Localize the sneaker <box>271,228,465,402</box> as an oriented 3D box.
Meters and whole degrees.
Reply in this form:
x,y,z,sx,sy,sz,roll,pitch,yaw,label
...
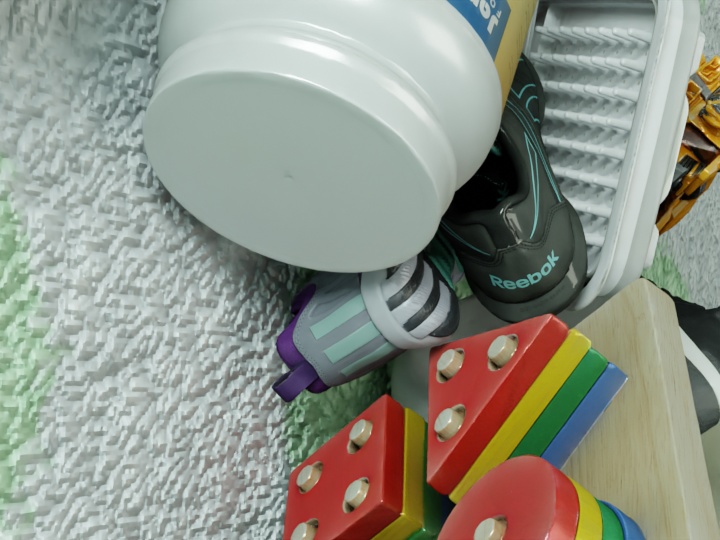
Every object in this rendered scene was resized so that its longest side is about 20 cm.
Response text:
x,y,z,sx,sy,sz,roll,pitch,yaw,label
0.000,0.000,0.737,0.074,0.087,0.200,55,14,-8,sneaker

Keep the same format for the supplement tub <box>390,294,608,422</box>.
x,y,z,sx,sy,sz,roll,pitch,yaw,label
0.105,0.120,0.828,0.144,0.144,0.200,-51,133,-49,supplement tub

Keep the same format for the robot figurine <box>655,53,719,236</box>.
x,y,z,sx,sy,sz,roll,pitch,yaw,label
0.158,-0.045,0.855,0.145,0.058,0.200,-41,169,-30,robot figurine

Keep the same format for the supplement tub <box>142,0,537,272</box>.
x,y,z,sx,sy,sz,roll,pitch,yaw,label
0.001,-0.115,0.635,0.145,0.144,0.200,58,42,-45,supplement tub

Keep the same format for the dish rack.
x,y,z,sx,sy,sz,roll,pitch,yaw,label
0.111,-0.071,0.784,0.043,0.200,0.172,11,96,-19,dish rack

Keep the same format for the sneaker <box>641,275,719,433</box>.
x,y,z,sx,sy,sz,roll,pitch,yaw,label
0.198,0.038,0.952,0.200,0.112,0.073,-110,-171,-57,sneaker

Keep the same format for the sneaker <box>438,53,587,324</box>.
x,y,z,sx,sy,sz,roll,pitch,yaw,label
0.054,-0.071,0.723,0.079,0.075,0.200,48,16,-51,sneaker

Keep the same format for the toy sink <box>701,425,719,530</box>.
x,y,z,sx,sy,sz,roll,pitch,yaw,label
0.298,0.193,1.202,0.112,0.130,0.200,52,45,-49,toy sink

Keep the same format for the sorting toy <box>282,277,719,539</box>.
x,y,z,sx,sy,sz,roll,pitch,yaw,label
0.042,0.108,0.618,0.070,0.199,0.200,36,30,-21,sorting toy
